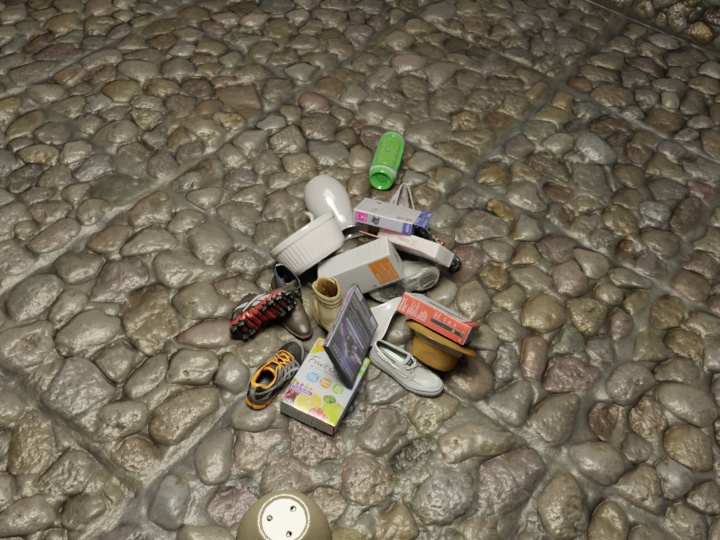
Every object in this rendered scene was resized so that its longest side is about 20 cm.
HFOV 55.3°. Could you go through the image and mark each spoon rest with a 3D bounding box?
[{"bbox_3d":[0.048,0.124,1.745,0.200,0.061,0.099,-32,60,-29],"label":"spoon rest"}]

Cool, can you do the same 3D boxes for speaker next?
[{"bbox_3d":[0.083,-0.342,2.118,0.088,0.089,0.201,13,50,4],"label":"speaker"}]

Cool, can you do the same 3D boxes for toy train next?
[{"bbox_3d":[0.217,-0.074,1.945,0.046,0.034,0.200,-24,57,-28],"label":"toy train"}]

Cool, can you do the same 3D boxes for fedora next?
[{"bbox_3d":[0.183,0.188,1.664,0.200,0.201,0.082,28,94,16],"label":"fedora"}]

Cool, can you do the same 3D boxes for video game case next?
[{"bbox_3d":[-0.020,0.150,1.606,0.019,0.143,0.200,-4,41,30],"label":"video game case"}]

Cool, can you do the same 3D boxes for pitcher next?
[{"bbox_3d":[-0.098,-0.158,1.937,0.171,0.121,0.200,-29,69,-9],"label":"pitcher"}]

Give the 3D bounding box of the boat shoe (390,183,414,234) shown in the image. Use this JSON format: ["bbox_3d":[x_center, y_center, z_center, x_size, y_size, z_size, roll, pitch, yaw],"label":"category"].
[{"bbox_3d":[0.124,-0.173,1.974,0.074,0.065,0.202,13,38,-9],"label":"boat shoe"}]

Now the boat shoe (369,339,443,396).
[{"bbox_3d":[0.109,0.235,1.655,0.199,0.067,0.074,24,52,13],"label":"boat shoe"}]

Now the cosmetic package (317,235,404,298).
[{"bbox_3d":[0.000,0.000,1.758,0.199,0.102,0.071,-21,44,15],"label":"cosmetic package"}]

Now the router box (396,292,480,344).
[{"bbox_3d":[0.196,0.117,1.690,0.179,0.200,0.049,27,95,15],"label":"router box"}]

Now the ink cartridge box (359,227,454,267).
[{"bbox_3d":[0.124,-0.075,1.818,0.199,0.176,0.045,21,88,37],"label":"ink cartridge box"}]

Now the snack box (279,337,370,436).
[{"bbox_3d":[-0.082,0.269,1.614,0.142,0.053,0.200,23,50,11],"label":"snack box"}]

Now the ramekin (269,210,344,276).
[{"bbox_3d":[-0.131,-0.063,1.799,0.202,0.202,0.094,-36,93,-30],"label":"ramekin"}]

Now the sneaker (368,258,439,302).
[{"bbox_3d":[0.105,0.022,1.838,0.199,0.078,0.099,-15,36,-17],"label":"sneaker"}]

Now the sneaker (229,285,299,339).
[{"bbox_3d":[-0.242,0.085,1.701,0.200,0.071,0.098,-33,42,10],"label":"sneaker"}]

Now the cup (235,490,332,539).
[{"bbox_3d":[-0.151,0.515,1.346,0.199,0.144,0.201,3,51,-3],"label":"cup"}]

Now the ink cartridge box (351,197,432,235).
[{"bbox_3d":[0.088,-0.144,1.861,0.199,0.042,0.119,13,24,12],"label":"ink cartridge box"}]

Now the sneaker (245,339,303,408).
[{"bbox_3d":[-0.196,0.234,1.617,0.078,0.077,0.200,24,51,15],"label":"sneaker"}]

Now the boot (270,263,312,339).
[{"bbox_3d":[-0.178,0.076,1.735,0.074,0.097,0.200,-21,55,-21],"label":"boot"}]

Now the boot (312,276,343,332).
[{"bbox_3d":[-0.082,0.076,1.683,0.073,0.156,0.200,-20,32,-9],"label":"boot"}]
